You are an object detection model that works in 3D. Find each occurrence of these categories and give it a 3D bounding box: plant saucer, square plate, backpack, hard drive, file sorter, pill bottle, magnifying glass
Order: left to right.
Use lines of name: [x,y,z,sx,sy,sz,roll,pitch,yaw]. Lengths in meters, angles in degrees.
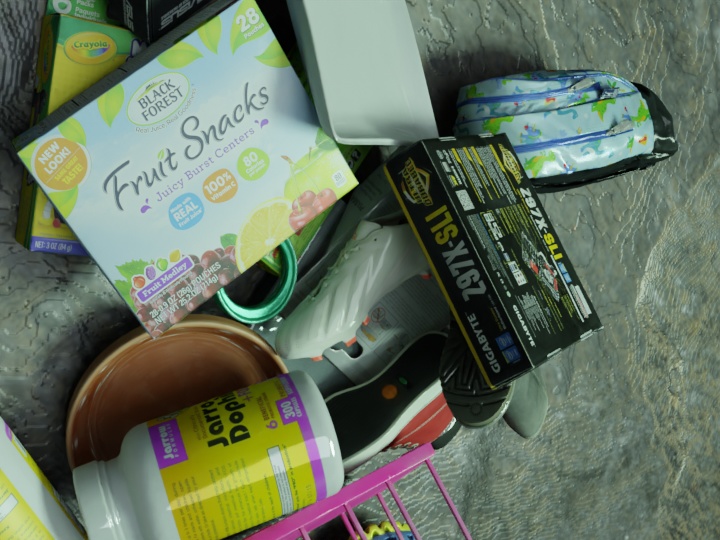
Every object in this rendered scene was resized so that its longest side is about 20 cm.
pill bottle: [-0.274,0.209,0.722,0.104,0.104,0.202,-37,120,-21]
plant saucer: [-0.152,0.130,0.807,0.197,0.032,0.204,-9,116,-18]
pill bottle: [-0.120,0.159,0.746,0.197,0.104,0.106,-18,113,-15]
magnifying glass: [-0.095,-0.053,0.772,0.079,0.022,0.204,-16,109,-29]
hard drive: [-0.041,0.050,0.889,0.139,0.033,0.201,41,78,-35]
file sorter: [-0.011,0.268,0.839,0.198,0.139,0.127,-21,73,-30]
square plate: [-0.006,-0.193,0.758,0.197,0.028,0.204,-10,84,-61]
backpack: [0.186,-0.137,0.937,0.198,0.163,0.156,-27,108,-19]

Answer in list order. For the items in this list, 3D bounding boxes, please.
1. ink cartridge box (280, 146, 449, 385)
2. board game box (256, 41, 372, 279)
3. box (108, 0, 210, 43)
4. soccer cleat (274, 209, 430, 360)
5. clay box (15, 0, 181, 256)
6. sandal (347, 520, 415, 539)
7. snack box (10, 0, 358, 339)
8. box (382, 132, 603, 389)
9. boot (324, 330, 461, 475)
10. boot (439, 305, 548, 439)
ink cartridge box: [0.030,-0.001,0.891,0.199,0.057,0.163,-41,124,4]
board game box: [-0.055,-0.106,0.829,0.101,0.047,0.202,39,79,-34]
box: [-0.099,-0.280,0.678,0.200,0.043,0.161,-46,168,-29]
soccer cleat: [0.000,0.000,0.814,0.199,0.069,0.078,-36,119,-13]
clay box: [-0.195,-0.113,0.730,0.113,0.047,0.204,4,100,-35]
sandal: [-0.017,0.319,0.933,0.197,0.088,0.080,-19,146,-26]
snack box: [-0.127,-0.080,0.700,0.199,0.068,0.170,-37,116,-13]
box: [0.116,-0.017,0.792,0.159,0.049,0.202,-15,77,-57]
boot: [0.023,0.165,0.912,0.199,0.072,0.145,-34,143,-17]
boot: [0.131,0.107,0.888,0.201,0.071,0.184,67,25,-48]
